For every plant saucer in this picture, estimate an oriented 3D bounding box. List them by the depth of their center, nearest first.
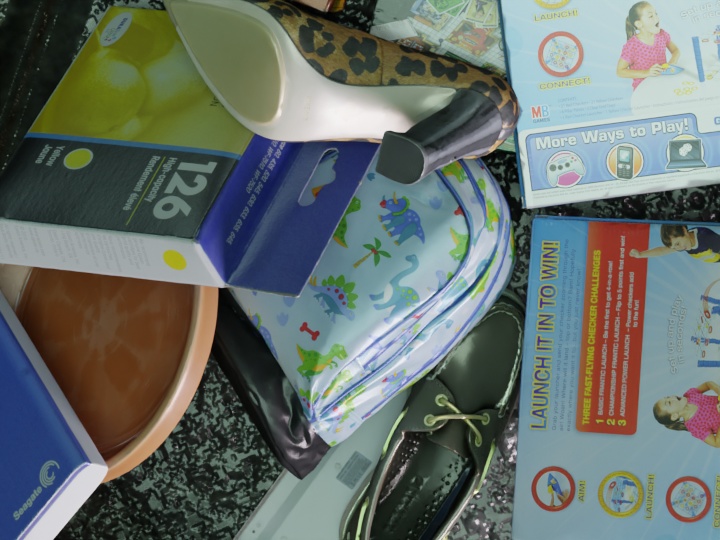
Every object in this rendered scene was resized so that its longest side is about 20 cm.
[{"bbox_3d":[-0.161,0.031,1.484,0.200,0.032,0.201,-12,71,38],"label":"plant saucer"}]

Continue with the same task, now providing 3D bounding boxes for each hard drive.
[{"bbox_3d":[-0.239,0.095,1.484,0.132,0.025,0.200,-49,52,17],"label":"hard drive"}]

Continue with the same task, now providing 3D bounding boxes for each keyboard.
[{"bbox_3d":[-0.011,0.122,1.558,0.056,0.011,0.200,35,97,-7],"label":"keyboard"}]

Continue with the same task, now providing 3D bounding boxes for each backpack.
[{"bbox_3d":[0.000,0.000,1.483,0.200,0.154,0.163,-28,67,-7],"label":"backpack"}]

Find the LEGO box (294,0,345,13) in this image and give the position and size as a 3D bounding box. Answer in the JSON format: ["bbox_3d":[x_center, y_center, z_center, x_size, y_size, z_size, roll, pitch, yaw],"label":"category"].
[{"bbox_3d":[-0.013,-0.256,1.444,0.077,0.149,0.200,22,96,0],"label":"LEGO box"}]

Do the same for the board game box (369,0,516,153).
[{"bbox_3d":[0.103,-0.123,1.518,0.200,0.023,0.105,11,95,2],"label":"board game box"}]

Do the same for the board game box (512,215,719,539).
[{"bbox_3d":[0.197,0.072,1.470,0.195,0.056,0.200,3,86,19],"label":"board game box"}]

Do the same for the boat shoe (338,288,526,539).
[{"bbox_3d":[0.052,0.106,1.522,0.072,0.060,0.202,26,97,-13],"label":"boat shoe"}]

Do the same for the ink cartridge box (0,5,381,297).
[{"bbox_3d":[-0.095,-0.074,1.429,0.200,0.198,0.047,5,134,23],"label":"ink cartridge box"}]

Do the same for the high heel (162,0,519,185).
[{"bbox_3d":[-0.008,-0.120,1.422,0.200,0.143,0.071,33,121,18],"label":"high heel"}]

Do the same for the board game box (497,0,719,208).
[{"bbox_3d":[0.182,-0.147,1.473,0.200,0.056,0.196,-7,95,4],"label":"board game box"}]
